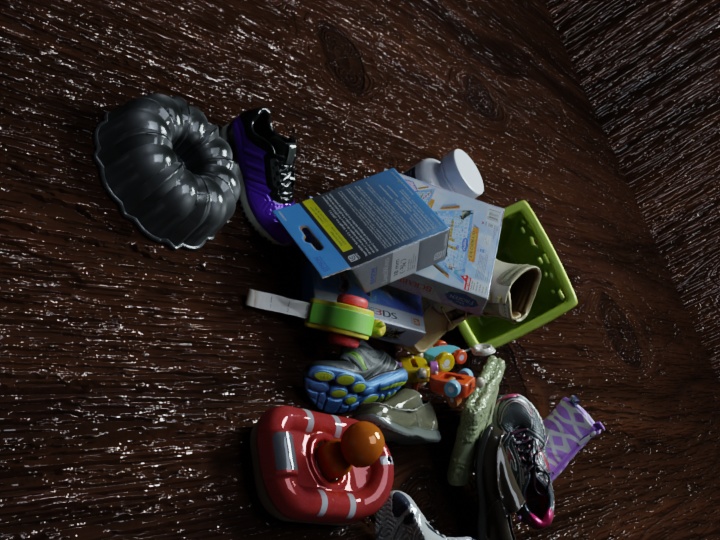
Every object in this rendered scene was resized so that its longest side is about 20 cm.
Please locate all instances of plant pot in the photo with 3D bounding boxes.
[{"bbox_3d":[0.236,0.022,1.526,0.201,0.198,0.182,64,1,8],"label":"plant pot"}]

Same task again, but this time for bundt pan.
[{"bbox_3d":[-0.223,-0.131,1.080,0.201,0.075,0.204,39,35,-34],"label":"bundt pan"}]

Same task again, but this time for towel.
[{"bbox_3d":[0.181,0.227,1.352,0.200,0.036,0.150,-39,142,-63],"label":"towel"}]

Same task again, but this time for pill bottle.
[{"bbox_3d":[0.098,-0.112,1.440,0.111,0.199,0.112,37,36,-34],"label":"pill bottle"}]

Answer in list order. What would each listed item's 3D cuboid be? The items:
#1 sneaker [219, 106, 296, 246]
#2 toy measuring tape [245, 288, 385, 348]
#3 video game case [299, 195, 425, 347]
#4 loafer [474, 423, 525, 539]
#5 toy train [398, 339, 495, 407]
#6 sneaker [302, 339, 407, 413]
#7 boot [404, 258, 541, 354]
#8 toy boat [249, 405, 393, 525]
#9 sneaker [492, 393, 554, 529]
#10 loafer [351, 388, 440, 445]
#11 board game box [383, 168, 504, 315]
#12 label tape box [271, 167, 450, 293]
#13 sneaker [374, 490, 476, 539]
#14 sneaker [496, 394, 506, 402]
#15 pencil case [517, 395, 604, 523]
[{"bbox_3d":[-0.122,-0.135,1.215,0.069,0.099,0.202,-11,73,-57],"label":"sneaker"},{"bbox_3d":[-0.048,0.057,1.139,0.198,0.074,0.074,16,48,-28],"label":"toy measuring tape"},{"bbox_3d":[0.000,0.000,1.285,0.179,0.045,0.202,16,49,-26],"label":"video game case"},{"bbox_3d":[0.206,0.325,1.284,0.073,0.070,0.203,-1,90,-73],"label":"loafer"},{"bbox_3d":[0.131,0.160,1.334,0.200,0.148,0.056,-27,120,-65],"label":"toy train"},{"bbox_3d":[-0.016,0.139,1.190,0.083,0.071,0.199,49,25,27],"label":"sneaker"},{"bbox_3d":[0.165,0.057,1.317,0.200,0.155,0.073,-47,125,-18],"label":"boot"},{"bbox_3d":[-0.025,0.217,1.024,0.199,0.130,0.132,22,47,-48],"label":"toy boat"},{"bbox_3d":[0.254,0.284,1.322,0.075,0.080,0.203,75,0,-83],"label":"sneaker"},{"bbox_3d":[0.047,0.198,1.208,0.199,0.074,0.071,28,55,-59],"label":"loafer"},{"bbox_3d":[0.102,-0.046,1.293,0.197,0.041,0.201,19,45,1],"label":"board game box"},{"bbox_3d":[-0.001,-0.047,1.190,0.198,0.064,0.145,-22,51,-23],"label":"label tape box"},{"bbox_3d":[0.093,0.358,1.140,0.201,0.079,0.129,60,28,-1],"label":"sneaker"},{"bbox_3d":[0.243,0.254,1.476,0.091,0.066,0.200,60,17,16],"label":"sneaker"},{"bbox_3d":[0.298,0.297,1.395,0.084,0.201,0.085,38,3,-41],"label":"pencil case"}]
